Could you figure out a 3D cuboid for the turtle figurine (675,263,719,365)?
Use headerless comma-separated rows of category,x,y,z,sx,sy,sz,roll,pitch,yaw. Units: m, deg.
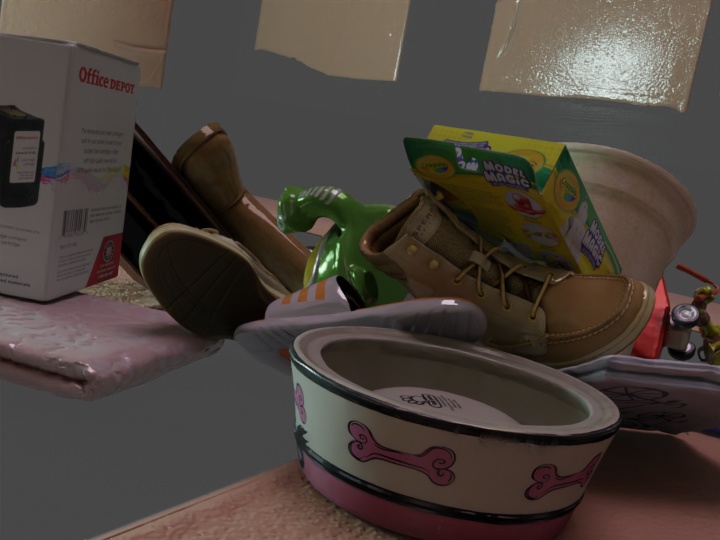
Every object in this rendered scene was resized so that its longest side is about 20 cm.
turtle figurine,0.433,0.091,0.951,0.200,0.064,0.161,54,21,-4

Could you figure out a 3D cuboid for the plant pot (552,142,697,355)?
plant pot,0.204,0.011,0.777,0.199,0.184,0.201,19,-22,8

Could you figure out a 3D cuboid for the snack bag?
snack bag,0.218,0.098,0.605,0.199,0.022,0.189,9,-19,-15

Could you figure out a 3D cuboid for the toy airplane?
toy airplane,0.320,0.018,0.973,0.140,0.201,0.199,-6,2,11

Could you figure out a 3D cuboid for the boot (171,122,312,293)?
boot,-0.102,-0.048,0.840,0.200,0.066,0.175,45,-13,5

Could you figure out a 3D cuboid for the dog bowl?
dog bowl,0.049,0.095,0.483,0.199,0.074,0.200,11,8,-2

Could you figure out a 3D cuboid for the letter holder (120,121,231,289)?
letter holder,-0.239,-0.072,0.830,0.142,0.101,0.200,24,-25,52

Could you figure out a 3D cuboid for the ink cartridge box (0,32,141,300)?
ink cartridge box,-0.259,-0.089,0.678,0.082,0.201,0.146,10,8,5

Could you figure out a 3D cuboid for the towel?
towel,-0.225,0.048,0.598,0.190,0.032,0.200,12,7,12

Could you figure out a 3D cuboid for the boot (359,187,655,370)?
boot,0.099,0.003,0.595,0.155,0.073,0.200,43,-24,-21

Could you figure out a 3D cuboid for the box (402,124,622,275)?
box,0.121,-0.045,0.622,0.117,0.049,0.200,18,-17,38

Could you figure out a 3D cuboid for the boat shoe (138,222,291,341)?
boat shoe,-0.108,0.013,0.654,0.200,0.073,0.063,33,10,-49

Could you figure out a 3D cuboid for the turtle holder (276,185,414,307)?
turtle holder,0.001,0.011,0.732,0.185,0.142,0.131,25,-29,-30

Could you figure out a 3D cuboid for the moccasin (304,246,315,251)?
moccasin,-0.014,0.020,0.985,0.200,0.078,0.074,11,21,-31

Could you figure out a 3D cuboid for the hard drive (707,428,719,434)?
hard drive,0.352,0.136,0.794,0.199,0.026,0.132,14,8,24

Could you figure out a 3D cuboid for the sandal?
sandal,0.001,0.037,0.624,0.205,0.060,0.079,-10,-40,23
